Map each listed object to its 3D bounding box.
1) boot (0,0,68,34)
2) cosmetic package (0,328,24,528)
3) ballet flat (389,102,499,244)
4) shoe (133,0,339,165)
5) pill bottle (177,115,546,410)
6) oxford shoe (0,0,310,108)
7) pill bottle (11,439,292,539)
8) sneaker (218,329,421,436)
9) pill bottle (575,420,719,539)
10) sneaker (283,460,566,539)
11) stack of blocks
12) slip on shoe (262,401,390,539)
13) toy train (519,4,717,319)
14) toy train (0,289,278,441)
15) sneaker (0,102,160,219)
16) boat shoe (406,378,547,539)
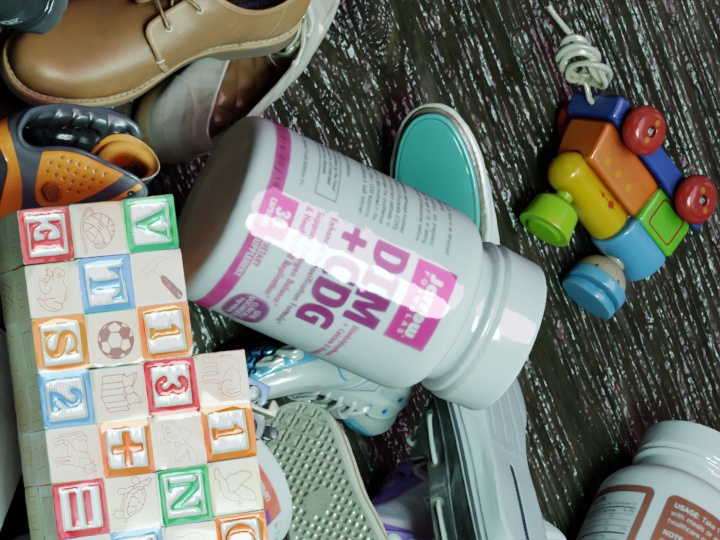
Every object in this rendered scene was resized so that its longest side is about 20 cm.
[{"bbox_3d":[-0.219,-0.221,1.560,0.200,0.065,0.166,14,71,-65],"label":"boot"},{"bbox_3d":[-0.250,0.116,1.537,0.113,0.081,0.201,39,58,-37],"label":"cosmetic package"},{"bbox_3d":[0.065,-0.016,1.898,0.069,0.069,0.201,-26,109,-44],"label":"ballet flat"},{"bbox_3d":[-0.060,-0.131,1.775,0.200,0.053,0.070,-52,121,-36],"label":"shoe"},{"bbox_3d":[0.000,0.000,1.694,0.199,0.113,0.114,24,68,-18],"label":"pill bottle"},{"bbox_3d":[-0.115,-0.148,1.682,0.199,0.071,0.072,-21,76,-28],"label":"oxford shoe"},{"bbox_3d":[-0.135,0.169,1.626,0.200,0.111,0.112,-46,118,-38],"label":"pill bottle"},{"bbox_3d":[-0.010,0.065,1.800,0.199,0.075,0.087,-19,106,-45],"label":"sneaker"},{"bbox_3d":[0.195,0.205,1.968,0.112,0.112,0.201,49,55,-32],"label":"pill bottle"},{"bbox_3d":[0.028,0.162,1.830,0.199,0.081,0.089,-3,51,-30],"label":"sneaker"},{"bbox_3d":[-0.121,0.064,1.543,0.115,0.059,0.201,-7,86,-21],"label":"stack of blocks"},{"bbox_3d":[-0.013,0.172,1.709,0.061,0.074,0.201,63,8,-57],"label":"slip on shoe"},{"bbox_3d":[0.146,-0.069,1.974,0.116,0.084,0.200,-53,124,-19],"label":"toy train"},{"bbox_3d":[-0.131,0.043,1.601,0.199,0.034,0.046,26,71,-17],"label":"toy train"},{"bbox_3d":[-0.142,-0.014,1.626,0.200,0.112,0.078,43,21,-36],"label":"sneaker"},{"bbox_3d":[0.060,0.108,1.783,0.072,0.071,0.201,39,32,-43],"label":"boat shoe"}]
